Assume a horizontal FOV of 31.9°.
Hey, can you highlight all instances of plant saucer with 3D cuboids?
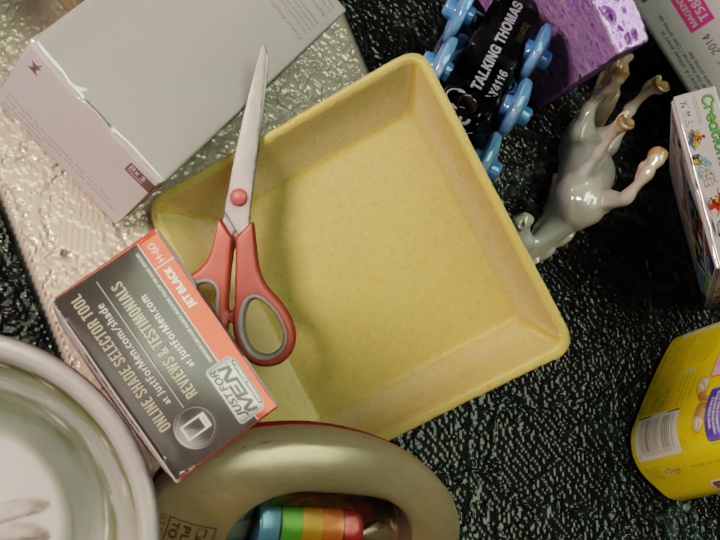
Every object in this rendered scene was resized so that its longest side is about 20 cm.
[{"bbox_3d":[-0.198,0.127,0.630,0.199,0.050,0.201,0,94,-2],"label":"plant saucer"},{"bbox_3d":[0.000,0.000,0.779,0.201,0.199,0.048,63,13,1],"label":"plant saucer"}]

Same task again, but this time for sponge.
[{"bbox_3d":[0.138,-0.187,0.905,0.030,0.200,0.112,-27,91,-9],"label":"sponge"}]

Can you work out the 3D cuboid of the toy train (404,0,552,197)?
[{"bbox_3d":[0.066,-0.108,0.873,0.086,0.114,0.200,28,59,-3],"label":"toy train"}]

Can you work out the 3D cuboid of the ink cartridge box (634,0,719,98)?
[{"bbox_3d":[0.271,-0.212,1.022,0.200,0.075,0.165,58,20,-2],"label":"ink cartridge box"}]

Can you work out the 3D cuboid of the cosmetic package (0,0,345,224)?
[{"bbox_3d":[-0.115,-0.137,0.792,0.113,0.081,0.200,49,56,-8],"label":"cosmetic package"}]

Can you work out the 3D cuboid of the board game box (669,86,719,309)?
[{"bbox_3d":[0.264,-0.047,0.950,0.034,0.200,0.127,-14,78,10],"label":"board game box"}]

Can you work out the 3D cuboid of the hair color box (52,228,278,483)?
[{"bbox_3d":[-0.107,0.045,0.653,0.061,0.200,0.102,-35,94,-12],"label":"hair color box"}]

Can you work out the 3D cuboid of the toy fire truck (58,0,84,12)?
[{"bbox_3d":[-0.254,-0.204,0.698,0.199,0.129,0.177,22,61,-2],"label":"toy fire truck"}]

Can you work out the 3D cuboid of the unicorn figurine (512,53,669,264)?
[{"bbox_3d":[0.163,-0.072,0.930,0.074,0.137,0.200,42,41,0],"label":"unicorn figurine"}]

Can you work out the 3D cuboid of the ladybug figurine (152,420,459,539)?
[{"bbox_3d":[-0.040,0.141,0.725,0.199,0.136,0.072,13,23,-26],"label":"ladybug figurine"}]

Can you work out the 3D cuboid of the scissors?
[{"bbox_3d":[-0.081,-0.032,0.761,0.073,0.014,0.201,-4,95,10],"label":"scissors"}]

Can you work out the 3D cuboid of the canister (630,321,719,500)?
[{"bbox_3d":[0.300,0.085,0.901,0.087,0.200,0.149,42,56,-13],"label":"canister"}]
